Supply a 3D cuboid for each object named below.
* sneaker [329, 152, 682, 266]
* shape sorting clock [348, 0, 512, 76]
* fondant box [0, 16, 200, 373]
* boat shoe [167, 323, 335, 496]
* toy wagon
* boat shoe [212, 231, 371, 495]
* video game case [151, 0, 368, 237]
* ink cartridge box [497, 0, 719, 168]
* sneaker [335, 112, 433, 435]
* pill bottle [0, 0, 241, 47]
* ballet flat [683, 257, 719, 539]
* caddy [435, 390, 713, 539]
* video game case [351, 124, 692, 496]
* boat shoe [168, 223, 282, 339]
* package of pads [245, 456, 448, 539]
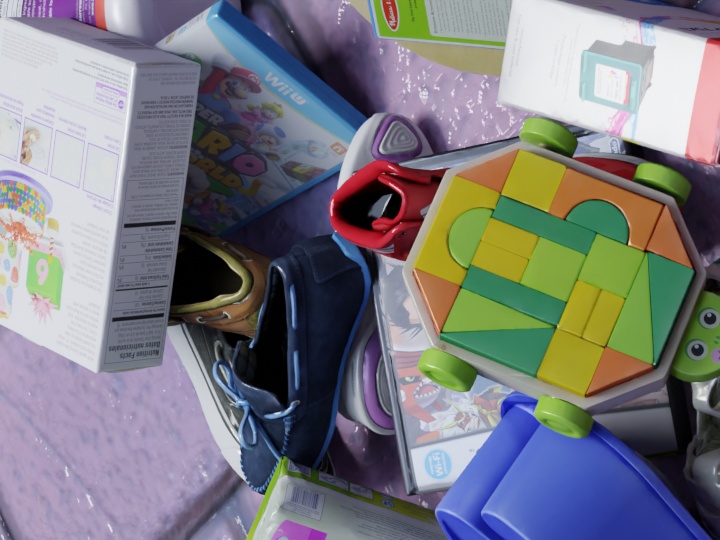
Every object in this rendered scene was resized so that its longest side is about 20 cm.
[{"bbox_3d":[0.075,-0.028,1.480,0.199,0.115,0.079,-7,88,25],"label":"sneaker"},{"bbox_3d":[0.060,-0.197,1.528,0.199,0.039,0.201,14,137,13],"label":"shape sorting clock"},{"bbox_3d":[-0.180,-0.051,1.677,0.144,0.058,0.202,22,108,43],"label":"fondant box"},{"bbox_3d":[-0.070,0.071,1.737,0.201,0.070,0.064,57,131,27],"label":"boat shoe"},{"bbox_3d":[0.127,0.010,1.408,0.199,0.040,0.156,22,76,12],"label":"toy wagon"},{"bbox_3d":[-0.054,0.057,1.622,0.084,0.068,0.201,45,134,41],"label":"boat shoe"},{"bbox_3d":[-0.100,-0.091,1.714,0.200,0.143,0.018,-28,32,44],"label":"video game case"},{"bbox_3d":[0.187,-0.101,1.417,0.199,0.116,0.068,20,106,42],"label":"ink cartridge box"},{"bbox_3d":[0.000,0.000,1.653,0.099,0.074,0.202,7,94,61],"label":"sneaker"},{"bbox_3d":[-0.182,-0.169,1.790,0.199,0.112,0.113,-3,93,46],"label":"pill bottle"},{"bbox_3d":[0.207,0.087,1.458,0.069,0.069,0.202,3,98,45],"label":"ballet flat"},{"bbox_3d":[0.140,0.154,1.468,0.200,0.105,0.141,48,161,-13],"label":"caddy"},{"bbox_3d":[0.094,0.023,1.549,0.180,0.025,0.202,-11,87,25],"label":"video game case"},{"bbox_3d":[-0.119,-0.001,1.714,0.199,0.068,0.072,7,78,42],"label":"boat shoe"},{"bbox_3d":[-0.013,0.232,1.648,0.068,0.154,0.201,-86,17,-61],"label":"package of pads"}]
